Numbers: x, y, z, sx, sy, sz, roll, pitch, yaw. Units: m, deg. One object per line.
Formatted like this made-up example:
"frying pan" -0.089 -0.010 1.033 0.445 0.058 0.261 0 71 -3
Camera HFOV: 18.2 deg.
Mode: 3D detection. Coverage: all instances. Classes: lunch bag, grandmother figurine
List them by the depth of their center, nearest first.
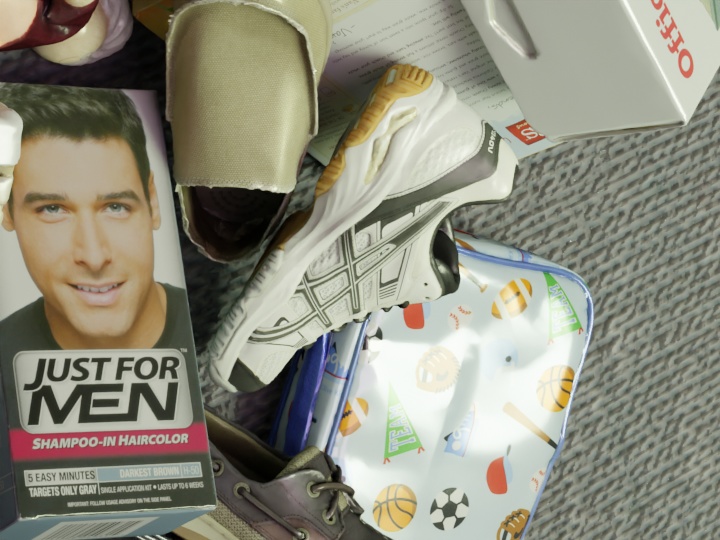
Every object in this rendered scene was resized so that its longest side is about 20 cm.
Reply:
"grandmother figurine" -0.164 -0.111 0.976 0.200 0.121 0.061 -12 104 -65
"lunch bag" 0.030 0.067 1.183 0.159 0.075 0.201 12 97 -31

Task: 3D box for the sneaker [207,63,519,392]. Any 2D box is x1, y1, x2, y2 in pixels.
"sneaker" 0.000 0.000 1.074 0.087 0.076 0.200 33 122 -7

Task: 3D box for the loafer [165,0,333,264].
"loafer" -0.052 -0.071 1.034 0.075 0.069 0.200 3 148 2

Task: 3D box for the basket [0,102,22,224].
"basket" -0.260 -0.026 0.937 0.199 0.135 0.124 2 106 -33

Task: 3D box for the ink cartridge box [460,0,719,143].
"ink cartridge box" 0.126 -0.178 1.039 0.146 0.084 0.200 56 49 -30

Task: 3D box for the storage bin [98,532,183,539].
"storage bin" -0.123 0.191 1.107 0.200 0.094 0.136 34 84 -34

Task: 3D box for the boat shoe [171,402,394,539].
"boat shoe" -0.037 0.116 1.099 0.199 0.072 0.065 27 104 9

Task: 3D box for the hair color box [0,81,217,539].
"hair color box" -0.134 0.019 1.017 0.099 0.061 0.201 0 72 -33

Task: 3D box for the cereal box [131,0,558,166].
"cereal box" 0.009 -0.108 1.073 0.200 0.143 0.040 36 45 -42
